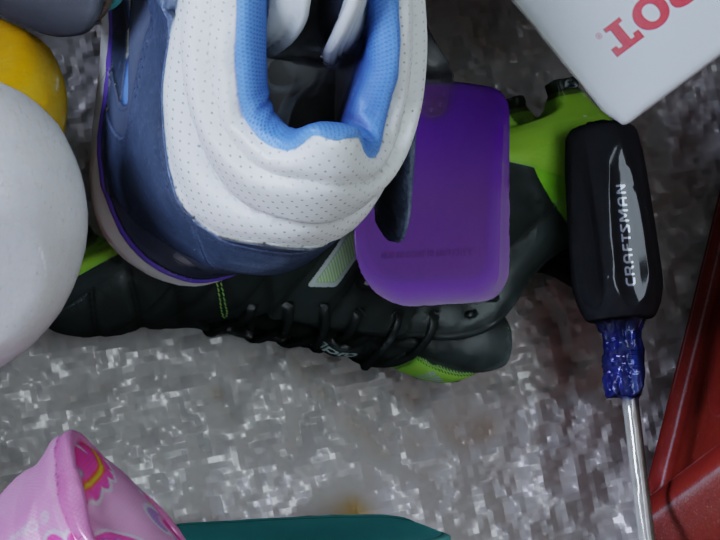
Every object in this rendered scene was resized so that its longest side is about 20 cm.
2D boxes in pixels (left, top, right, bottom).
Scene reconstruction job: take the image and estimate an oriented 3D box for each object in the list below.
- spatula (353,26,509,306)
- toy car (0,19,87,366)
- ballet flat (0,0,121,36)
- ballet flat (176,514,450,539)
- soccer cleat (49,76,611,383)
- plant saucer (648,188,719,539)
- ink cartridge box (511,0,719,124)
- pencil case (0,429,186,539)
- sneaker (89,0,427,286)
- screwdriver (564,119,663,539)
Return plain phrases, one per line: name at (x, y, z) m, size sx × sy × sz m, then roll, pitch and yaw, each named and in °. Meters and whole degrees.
spatula at (0.011, -0.090, 0.833) m, size 0.056 × 0.021 × 0.200 m, roll -4°, pitch 83°, yaw -36°
toy car at (-0.173, 0.000, 0.754) m, size 0.200 × 0.175 × 0.150 m, roll -10°, pitch 123°, yaw -24°
ballet flat at (-0.129, -0.124, 0.775) m, size 0.073 × 0.073 × 0.200 m, roll -13°, pitch 45°, yaw -24°
ballet flat at (-0.072, 0.103, 0.820) m, size 0.200 × 0.072 × 0.072 m, roll 1°, pitch 82°, yaw -16°
soccer cleat at (0.000, 0.000, 0.859) m, size 0.200 × 0.068 × 0.081 m, roll -15°, pitch 89°, yaw -27°
plant saucer at (0.130, -0.006, 0.850) m, size 0.037 × 0.200 × 0.200 m, roll 16°, pitch 76°, yaw -1°
ink cartridge box at (0.079, -0.173, 0.772) m, size 0.200 × 0.145 × 0.145 m, roll 51°, pitch 32°, yaw -5°
pencil case at (-0.123, 0.123, 0.733) m, size 0.200 × 0.087 × 0.087 m, roll -33°, pitch 97°, yaw 10°
sneaker at (-0.023, -0.099, 0.749) m, size 0.080 × 0.146 × 0.200 m, roll 4°, pitch 78°, yaw -22°
screwdriver at (0.079, 0.054, 0.847) m, size 0.029 × 0.028 × 0.200 m, roll 8°, pitch 75°, yaw -44°
